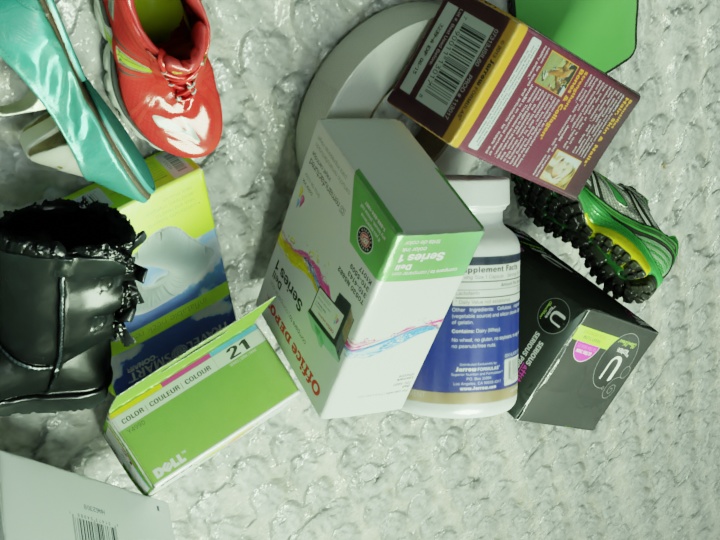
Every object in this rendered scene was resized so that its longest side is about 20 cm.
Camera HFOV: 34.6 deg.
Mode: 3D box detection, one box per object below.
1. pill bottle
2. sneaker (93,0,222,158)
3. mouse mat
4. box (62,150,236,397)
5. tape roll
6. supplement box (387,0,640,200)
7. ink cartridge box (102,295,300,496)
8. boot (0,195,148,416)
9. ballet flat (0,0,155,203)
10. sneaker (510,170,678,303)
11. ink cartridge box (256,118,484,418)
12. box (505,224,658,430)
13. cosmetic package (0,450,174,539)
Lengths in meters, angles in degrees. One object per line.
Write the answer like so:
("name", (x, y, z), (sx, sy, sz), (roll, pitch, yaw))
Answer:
("pill bottle", (0.080, 0.019, 0.996), (0.116, 0.116, 0.200), (-5, 98, -41))
("sneaker", (-0.133, -0.146, 0.785), (0.077, 0.085, 0.200), (-33, 139, -17))
("mouse mat", (0.203, -0.247, 1.079), (0.161, 0.008, 0.200), (-32, 138, -19))
("box", (-0.169, 0.012, 0.916), (0.122, 0.048, 0.200), (-29, 137, -22))
("tape roll", (0.036, -0.130, 0.996), (0.203, 0.037, 0.203), (-26, 137, -26))
("supplement box", (0.133, -0.145, 0.977), (0.200, 0.086, 0.110), (15, 110, -48))
("ink cartridge box", (-0.126, 0.108, 0.936), (0.148, 0.076, 0.200), (-32, 175, -20))
("boot", (-0.249, 0.031, 0.802), (0.198, 0.073, 0.163), (-3, 133, -26))
("ballet flat", (-0.206, -0.113, 0.771), (0.070, 0.067, 0.200), (-25, 135, -4))
("sneaker", (0.226, -0.062, 1.132), (0.085, 0.200, 0.078), (-41, 178, -32))
("ink cartridge box", (0.000, 0.000, 0.932), (0.084, 0.145, 0.200), (-5, 134, -31))
("box", (0.156, 0.045, 1.126), (0.148, 0.200, 0.124), (16, 111, -48))
("cosmetic package", (-0.278, 0.257, 0.907), (0.200, 0.123, 0.199), (-30, 146, 19))
